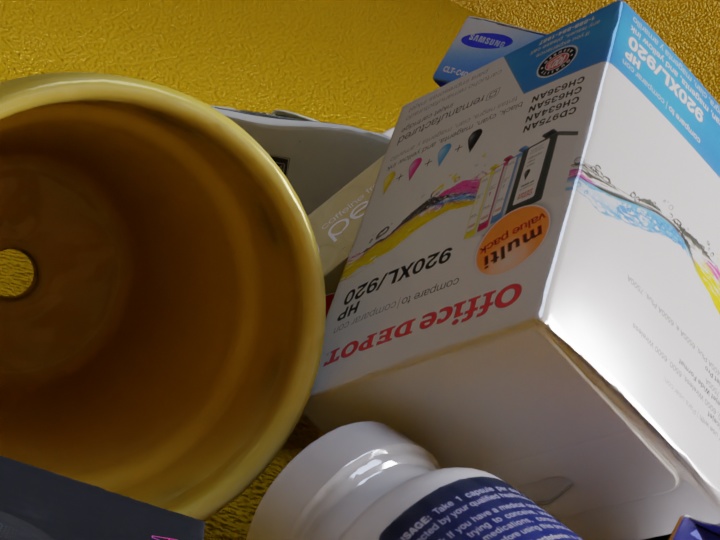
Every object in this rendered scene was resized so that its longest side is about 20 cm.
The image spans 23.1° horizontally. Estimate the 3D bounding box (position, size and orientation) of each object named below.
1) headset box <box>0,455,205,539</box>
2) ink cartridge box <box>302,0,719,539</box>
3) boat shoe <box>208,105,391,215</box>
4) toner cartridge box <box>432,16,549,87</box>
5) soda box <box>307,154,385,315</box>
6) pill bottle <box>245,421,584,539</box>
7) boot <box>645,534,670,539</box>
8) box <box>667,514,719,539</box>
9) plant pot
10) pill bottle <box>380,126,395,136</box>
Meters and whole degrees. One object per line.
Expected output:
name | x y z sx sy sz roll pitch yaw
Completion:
headset box | -0.160 0.119 0.544 0.200 0.093 0.174 19 15 -7
ink cartridge box | 0.089 0.011 0.819 0.145 0.147 0.200 43 46 -27
boat shoe | -0.037 -0.062 1.043 0.200 0.071 0.064 16 12 0
toner cartridge box | 0.133 -0.062 0.977 0.095 0.043 0.200 21 -12 43
soda box | 0.000 0.000 0.974 0.064 0.200 0.068 52 -1 -30
pill bottle | 0.050 0.148 0.690 0.116 0.116 0.200 5 23 -47
boot | 0.187 0.099 0.946 0.162 0.073 0.198 4 21 -28
box | 0.172 0.165 0.746 0.119 0.041 0.200 25 -19 12
plant pot | -0.141 0.010 0.799 0.201 0.201 0.189 15 0 -23
pill bottle | 0.086 -0.021 1.331 0.200 0.114 0.114 33 18 35
